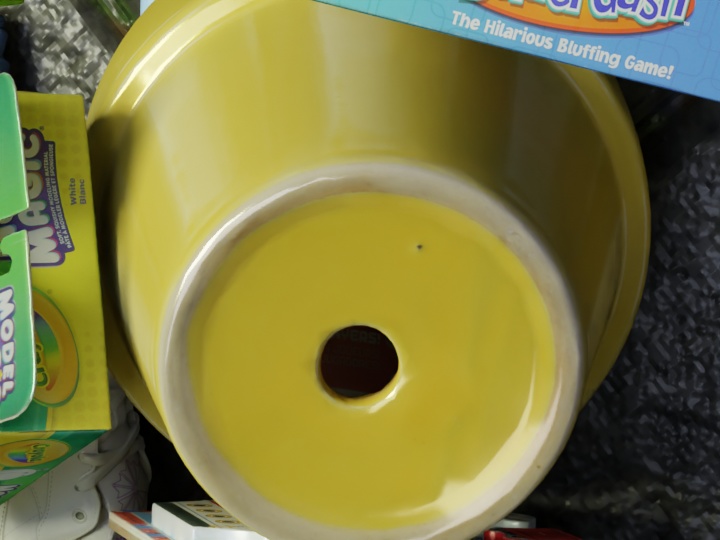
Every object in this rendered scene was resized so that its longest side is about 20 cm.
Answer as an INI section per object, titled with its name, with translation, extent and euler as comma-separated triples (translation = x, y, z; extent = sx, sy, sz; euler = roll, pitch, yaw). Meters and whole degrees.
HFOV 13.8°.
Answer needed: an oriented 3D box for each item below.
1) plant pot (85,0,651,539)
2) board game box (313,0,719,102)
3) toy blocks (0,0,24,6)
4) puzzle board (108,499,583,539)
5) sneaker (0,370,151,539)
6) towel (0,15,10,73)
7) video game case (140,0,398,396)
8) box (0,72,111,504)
[plant pot]
translation = 0.000, 0.000, 0.973
extent = 0.201, 0.189, 0.201
euler = 0, 108, 0
[board game box]
translation = 0.063, -0.104, 0.938
extent = 0.200, 0.152, 0.045
euler = 13, 109, -5
[toy blocks]
translation = -0.166, -0.211, 1.104
extent = 0.137, 0.100, 0.200
euler = 19, 109, 32
[puzzle board]
translation = 0.010, 0.094, 0.993
extent = 0.151, 0.200, 0.017
euler = 3, 92, -17
[sneaker]
translation = -0.106, 0.048, 1.134
extent = 0.100, 0.075, 0.200
euler = 37, 127, 14
[towel]
translation = -0.204, -0.011, 1.144
extent = 0.112, 0.049, 0.200
euler = 11, 80, 12
[video game case]
translation = -0.017, -0.050, 1.102
extent = 0.143, 0.017, 0.200
euler = 8, 104, 24
[box]
translation = -0.131, 0.014, 1.009
extent = 0.200, 0.048, 0.117
euler = 145, 122, -64
